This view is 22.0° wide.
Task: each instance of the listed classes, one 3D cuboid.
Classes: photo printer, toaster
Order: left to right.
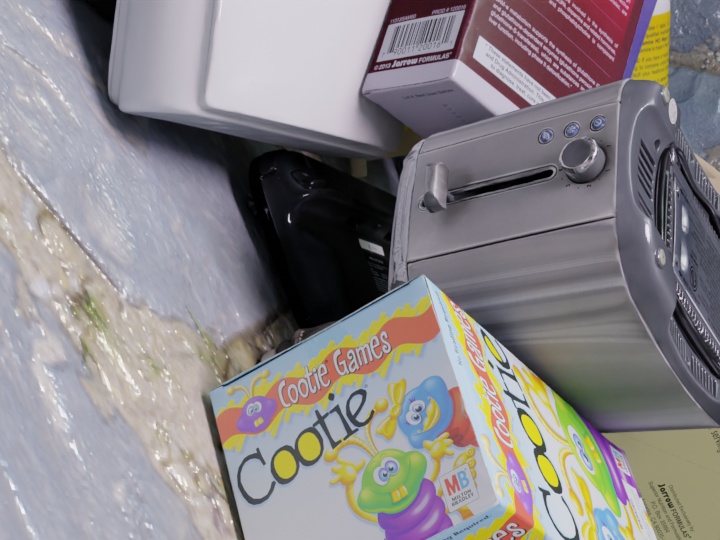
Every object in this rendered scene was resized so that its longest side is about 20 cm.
[{"bbox_3d":[-0.034,-0.159,0.839,0.166,0.069,0.201,9,87,-56],"label":"photo printer"},{"bbox_3d":[0.098,0.005,0.825,0.200,0.129,0.114,47,43,-50],"label":"toaster"}]

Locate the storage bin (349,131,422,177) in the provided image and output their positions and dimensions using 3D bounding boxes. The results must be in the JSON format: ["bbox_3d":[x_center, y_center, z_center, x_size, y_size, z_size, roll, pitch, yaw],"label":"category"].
[{"bbox_3d":[0.022,-0.198,1.097,0.199,0.093,0.200,-100,-177,-52],"label":"storage bin"}]

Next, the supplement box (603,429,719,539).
[{"bbox_3d":[0.186,0.087,1.022,0.200,0.199,0.134,60,14,-30],"label":"supplement box"}]

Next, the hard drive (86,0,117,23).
[{"bbox_3d":[-0.124,-0.180,0.863,0.200,0.038,0.140,37,28,-57],"label":"hard drive"}]

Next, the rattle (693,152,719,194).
[{"bbox_3d":[0.139,-0.005,0.943,0.200,0.143,0.130,41,3,29],"label":"rattle"}]

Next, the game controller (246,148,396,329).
[{"bbox_3d":[0.000,0.000,0.953,0.200,0.042,0.105,18,59,-67],"label":"game controller"}]

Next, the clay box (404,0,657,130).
[{"bbox_3d":[0.050,-0.129,0.990,0.115,0.199,0.048,102,-19,-46],"label":"clay box"}]

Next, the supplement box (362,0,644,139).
[{"bbox_3d":[0.082,-0.147,0.882,0.109,0.061,0.201,34,65,-37],"label":"supplement box"}]

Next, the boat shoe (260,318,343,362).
[{"bbox_3d":[0.027,0.070,0.857,0.200,0.057,0.067,36,29,-56],"label":"boat shoe"}]

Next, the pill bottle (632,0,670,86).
[{"bbox_3d":[0.134,-0.123,1.144,0.112,0.112,0.201,-57,148,-72],"label":"pill bottle"}]

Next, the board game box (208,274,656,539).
[{"bbox_3d":[0.042,0.104,0.760,0.200,0.105,0.103,40,27,-51],"label":"board game box"}]

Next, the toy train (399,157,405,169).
[{"bbox_3d":[0.054,-0.031,1.145,0.034,0.046,0.200,48,21,-35],"label":"toy train"}]
